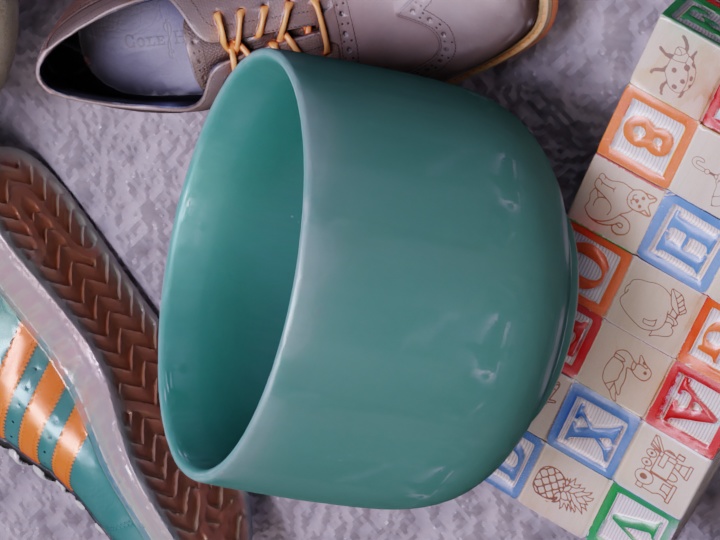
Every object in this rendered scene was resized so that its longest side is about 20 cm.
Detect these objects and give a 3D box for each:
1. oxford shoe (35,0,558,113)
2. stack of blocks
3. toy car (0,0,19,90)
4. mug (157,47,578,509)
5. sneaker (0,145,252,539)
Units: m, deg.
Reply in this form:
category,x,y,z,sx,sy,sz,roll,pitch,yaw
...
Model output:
category,x,y,z,sx,sy,sz,roll,pitch,yaw
oxford shoe,-0.025,-0.084,1.028,0.200,0.073,0.071,-8,107,27
stack of blocks,0.126,0.010,1.006,0.115,0.059,0.200,30,121,11
toy car,-0.240,-0.104,1.029,0.158,0.200,0.164,37,123,33
mug,0.004,-0.004,0.993,0.114,0.185,0.152,10,131,-20
sneaker,-0.119,0.051,1.138,0.080,0.071,0.200,-32,88,33
